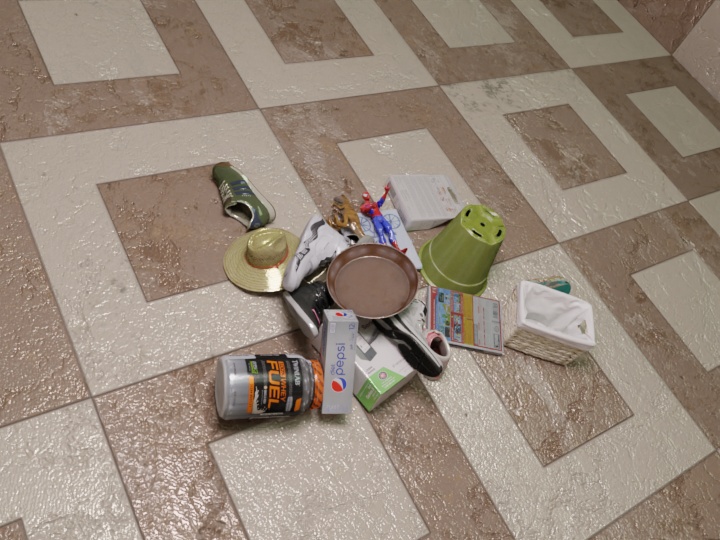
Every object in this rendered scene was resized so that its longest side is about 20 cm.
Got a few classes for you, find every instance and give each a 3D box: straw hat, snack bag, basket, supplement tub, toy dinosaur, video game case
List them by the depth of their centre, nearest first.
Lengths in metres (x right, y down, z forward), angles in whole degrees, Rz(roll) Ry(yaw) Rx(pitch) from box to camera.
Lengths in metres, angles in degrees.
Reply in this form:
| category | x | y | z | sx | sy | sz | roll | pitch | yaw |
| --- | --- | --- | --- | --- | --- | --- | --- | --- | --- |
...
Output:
| category | x | y | z | sx | sy | sz | roll | pitch | yaw |
| --- | --- | --- | --- | --- | --- | --- | --- | --- | --- |
| supplement tub | -0.179 | 0.226 | 1.351 | 0.197 | 0.123 | 0.124 | 1 | 54 | -22 |
| straw hat | -0.210 | -0.050 | 1.545 | 0.198 | 0.086 | 0.203 | 3 | 51 | -4 |
| video game case | 0.253 | 0.121 | 1.670 | 0.197 | 0.017 | 0.145 | 13 | 60 | -14 |
| basket | 0.454 | 0.134 | 1.688 | 0.198 | 0.124 | 0.137 | 18 | 50 | -8 |
| toy dinosaur | -0.023 | -0.120 | 1.697 | 0.105 | 0.061 | 0.201 | -13 | 60 | -30 |
| snack bag | 0.049 | -0.070 | 1.740 | 0.186 | 0.021 | 0.202 | -8 | 58 | -27 |

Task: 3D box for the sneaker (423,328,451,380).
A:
| category | x | y | z | sx | sy | sz | roll | pitch | yaw |
| --- | --- | --- | --- | --- | --- | --- | --- | --- | --- |
| sneaker | 0.128 | 0.146 | 1.554 | 0.075 | 0.105 | 0.200 | -33 | 71 | -34 |

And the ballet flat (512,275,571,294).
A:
| category | x | y | z | sx | sy | sz | roll | pitch | yaw |
| --- | --- | --- | --- | --- | --- | --- | --- | --- | --- |
| ballet flat | 0.464 | 0.049 | 1.806 | 0.198 | 0.077 | 0.064 | -2 | 24 | -29 |

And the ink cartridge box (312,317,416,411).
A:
| category | x | y | z | sx | sy | sz | roll | pitch | yaw |
| --- | --- | --- | --- | --- | --- | --- | --- | --- | --- |
| ink cartridge box | 0.015 | 0.177 | 1.494 | 0.145 | 0.084 | 0.200 | -30 | 69 | -37 |

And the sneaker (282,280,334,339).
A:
| category | x | y | z | sx | sy | sz | roll | pitch | yaw |
| --- | --- | --- | --- | --- | --- | --- | --- | --- | --- |
| sneaker | -0.097 | 0.075 | 1.468 | 0.098 | 0.071 | 0.200 | -23 | 25 | -11 |

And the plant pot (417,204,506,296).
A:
| category | x | y | z | sx | sy | sz | roll | pitch | yaw |
| --- | --- | --- | --- | --- | --- | --- | --- | --- | --- |
| plant pot | 0.268 | -0.059 | 1.713 | 0.197 | 0.191 | 0.202 | 12 | 51 | -15 |

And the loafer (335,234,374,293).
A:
| category | x | y | z | sx | sy | sz | roll | pitch | yaw |
| --- | --- | --- | --- | --- | --- | --- | --- | --- | --- |
| loafer | 0.000 | 0.000 | 1.556 | 0.069 | 0.070 | 0.201 | 19 | 51 | 6 |

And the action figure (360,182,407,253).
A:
| category | x | y | z | sx | sy | sz | roll | pitch | yaw |
| --- | --- | --- | --- | --- | --- | --- | --- | --- | --- |
| action figure | 0.058 | -0.137 | 1.721 | 0.065 | 0.099 | 0.201 | -12 | 57 | -30 |

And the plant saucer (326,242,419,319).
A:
| category | x | y | z | sx | sy | sz | roll | pitch | yaw |
| --- | --- | --- | --- | --- | --- | --- | --- | --- | --- |
| plant saucer | 0.026 | 0.027 | 1.470 | 0.197 | 0.035 | 0.202 | 1 | 51 | -1 |

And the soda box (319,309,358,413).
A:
| category | x | y | z | sx | sy | sz | roll | pitch | yaw |
| --- | --- | --- | --- | --- | --- | --- | --- | --- | --- |
| soda box | -0.047 | 0.184 | 1.387 | 0.063 | 0.203 | 0.068 | 1 | 16 | -13 |

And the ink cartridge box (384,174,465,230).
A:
| category | x | y | z | sx | sy | sz | roll | pitch | yaw |
| --- | --- | --- | --- | --- | --- | --- | --- | --- | --- |
| ink cartridge box | 0.182 | -0.189 | 1.876 | 0.198 | 0.050 | 0.162 | -4 | 56 | -31 |

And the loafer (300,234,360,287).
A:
| category | x | y | z | sx | sy | sz | roll | pitch | yaw |
| --- | --- | --- | --- | --- | --- | --- | --- | --- | --- |
| loafer | -0.072 | -0.028 | 1.616 | 0.076 | 0.069 | 0.200 | 42 | 59 | 12 |

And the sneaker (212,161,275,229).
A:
| category | x | y | z | sx | sy | sz | roll | pitch | yaw |
| --- | --- | --- | --- | --- | --- | --- | --- | --- | --- |
| sneaker | -0.298 | -0.175 | 1.642 | 0.200 | 0.067 | 0.090 | 43 | 45 | 8 |

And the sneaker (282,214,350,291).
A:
| category | x | y | z | sx | sy | sz | roll | pitch | yaw |
| --- | --- | --- | --- | --- | --- | --- | --- | --- | --- |
| sneaker | -0.092 | -0.023 | 1.520 | 0.114 | 0.075 | 0.202 | 28 | 55 | -11 |

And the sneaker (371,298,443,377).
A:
| category | x | y | z | sx | sy | sz | roll | pitch | yaw |
| --- | --- | --- | --- | --- | --- | --- | --- | --- | --- |
| sneaker | 0.126 | 0.126 | 1.470 | 0.115 | 0.076 | 0.201 | -32 | 68 | -32 |
